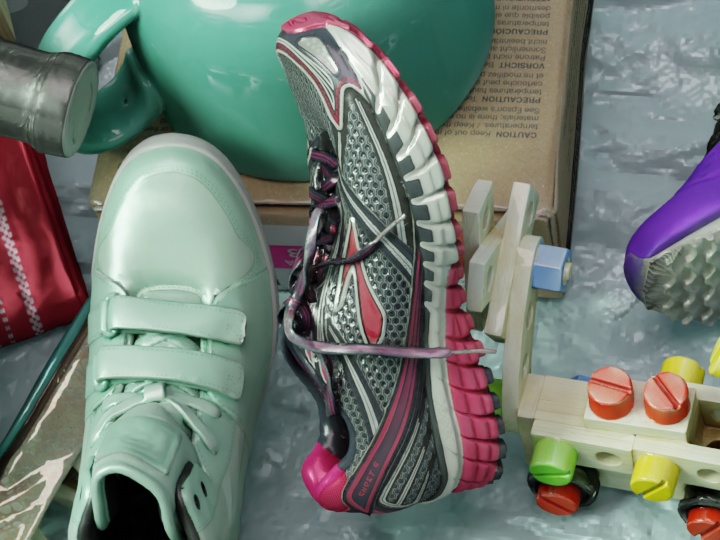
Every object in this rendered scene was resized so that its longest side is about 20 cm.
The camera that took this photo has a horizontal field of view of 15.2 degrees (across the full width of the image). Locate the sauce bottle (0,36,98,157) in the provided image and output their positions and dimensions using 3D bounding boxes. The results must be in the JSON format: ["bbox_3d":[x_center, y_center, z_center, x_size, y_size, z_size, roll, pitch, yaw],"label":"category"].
[{"bbox_3d":[-0.203,-0.089,1.072,0.200,0.065,0.065,15,62,6],"label":"sauce bottle"}]

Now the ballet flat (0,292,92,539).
[{"bbox_3d":[-0.133,0.101,1.112,0.062,0.067,0.200,32,71,-3],"label":"ballet flat"}]

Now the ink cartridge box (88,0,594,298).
[{"bbox_3d":[-0.003,-0.076,1.179,0.200,0.075,0.165,2,60,11],"label":"ink cartridge box"}]

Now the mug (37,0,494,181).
[{"bbox_3d":[-0.035,-0.118,1.099,0.152,0.114,0.185,23,66,23],"label":"mug"}]

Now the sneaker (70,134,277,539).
[{"bbox_3d":[-0.071,0.045,1.035,0.074,0.118,0.201,1,89,1],"label":"sneaker"}]

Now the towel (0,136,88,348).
[{"bbox_3d":[-0.230,-0.015,1.188,0.200,0.022,0.145,-19,82,-1],"label":"towel"}]

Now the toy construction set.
[{"bbox_3d":[0.115,0.044,1.049,0.200,0.131,0.092,23,64,22],"label":"toy construction set"}]

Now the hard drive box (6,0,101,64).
[{"bbox_3d":[-0.225,-0.166,1.275,0.156,0.077,0.200,-20,57,-2],"label":"hard drive box"}]

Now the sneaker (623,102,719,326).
[{"bbox_3d":[0.177,-0.056,1.141,0.200,0.070,0.100,-30,57,-19],"label":"sneaker"}]

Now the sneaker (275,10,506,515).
[{"bbox_3d":[0.000,0.000,1.027,0.075,0.200,0.081,-16,14,-11],"label":"sneaker"}]

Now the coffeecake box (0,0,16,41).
[{"bbox_3d":[-0.253,-0.172,1.194,0.153,0.073,0.200,-19,57,1],"label":"coffeecake box"}]
